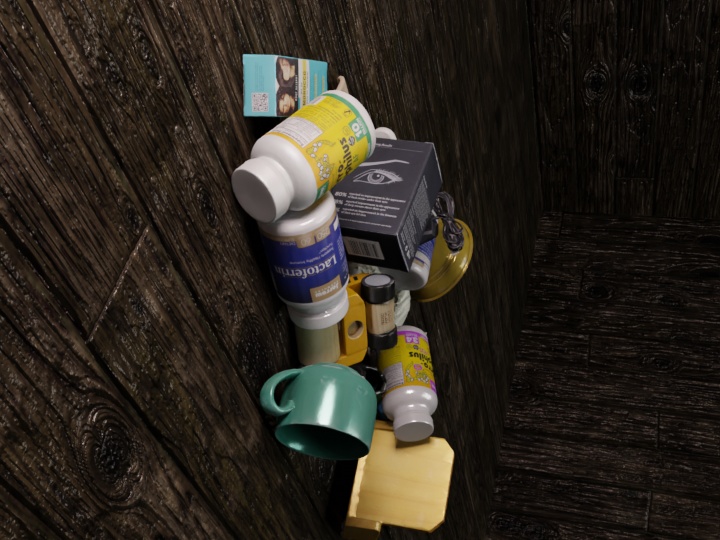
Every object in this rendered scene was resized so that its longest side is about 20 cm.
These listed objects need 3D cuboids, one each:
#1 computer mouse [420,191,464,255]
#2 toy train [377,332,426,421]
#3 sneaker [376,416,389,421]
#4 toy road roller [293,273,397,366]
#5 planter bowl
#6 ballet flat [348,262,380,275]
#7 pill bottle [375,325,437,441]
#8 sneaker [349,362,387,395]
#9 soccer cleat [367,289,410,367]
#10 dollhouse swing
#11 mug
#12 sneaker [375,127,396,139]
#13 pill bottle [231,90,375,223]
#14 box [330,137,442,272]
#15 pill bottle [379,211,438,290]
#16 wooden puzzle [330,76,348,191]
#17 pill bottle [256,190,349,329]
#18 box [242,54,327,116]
[{"bbox_3d":[0.091,-0.076,1.743,0.053,0.198,0.140,96,-16,-55],"label":"computer mouse"},{"bbox_3d":[0.099,0.216,1.801,0.200,0.115,0.085,-42,145,-16],"label":"toy train"},{"bbox_3d":[0.063,0.296,1.905,0.200,0.074,0.085,-60,152,-72],"label":"sneaker"},{"bbox_3d":[-0.038,0.072,1.517,0.199,0.146,0.124,-20,119,-29],"label":"toy road roller"},{"bbox_3d":[0.135,-0.041,1.931,0.083,0.199,0.202,33,59,-38],"label":"planter bowl"},{"bbox_3d":[0.000,0.000,1.664,0.200,0.071,0.072,55,43,-60],"label":"ballet flat"},{"bbox_3d":[0.087,0.210,1.691,0.105,0.103,0.201,70,11,-51],"label":"pill bottle"},{"bbox_3d":[0.004,0.205,1.651,0.200,0.098,0.070,32,66,-69],"label":"sneaker"},{"bbox_3d":[0.056,0.096,1.842,0.078,0.069,0.202,54,47,-66],"label":"soccer cleat"},{"bbox_3d":[0.072,0.406,1.714,0.182,0.174,0.202,97,5,-64],"label":"dollhouse swing"},{"bbox_3d":[-0.054,0.204,1.395,0.186,0.150,0.115,65,31,-55],"label":"mug"},{"bbox_3d":[0.054,-0.216,1.753,0.202,0.073,0.119,88,23,-47],"label":"sneaker"},{"bbox_3d":[-0.079,-0.153,1.243,0.200,0.112,0.114,-42,137,-34],"label":"pill bottle"},{"bbox_3d":[0.037,-0.115,1.522,0.105,0.147,0.201,68,38,-51],"label":"box"},{"bbox_3d":[0.093,-0.074,1.834,0.120,0.118,0.202,61,38,-58],"label":"pill bottle"},{"bbox_3d":[-0.031,-0.200,1.561,0.186,0.037,0.201,71,29,-49],"label":"wooden puzzle"},{"bbox_3d":[-0.078,-0.018,1.331,0.116,0.114,0.201,-66,153,-45],"label":"pill bottle"},{"bbox_3d":[-0.104,-0.262,1.305,0.200,0.049,0.083,-29,121,-69],"label":"box"}]
